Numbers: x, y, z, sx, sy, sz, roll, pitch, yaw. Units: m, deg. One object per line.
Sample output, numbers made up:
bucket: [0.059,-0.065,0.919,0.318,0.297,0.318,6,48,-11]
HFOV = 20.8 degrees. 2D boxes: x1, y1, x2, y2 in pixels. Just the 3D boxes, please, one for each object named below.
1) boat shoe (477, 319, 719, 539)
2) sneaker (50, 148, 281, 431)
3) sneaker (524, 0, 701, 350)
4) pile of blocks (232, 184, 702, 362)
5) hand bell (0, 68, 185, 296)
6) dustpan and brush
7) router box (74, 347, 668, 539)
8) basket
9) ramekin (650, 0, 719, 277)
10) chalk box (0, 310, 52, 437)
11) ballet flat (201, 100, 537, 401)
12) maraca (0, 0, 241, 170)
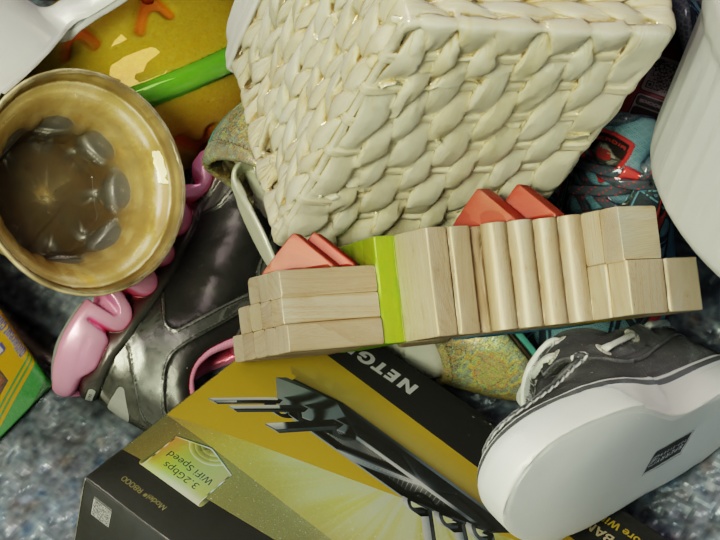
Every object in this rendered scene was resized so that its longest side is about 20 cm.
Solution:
boat shoe: [0.097,0.057,0.826,0.068,0.072,0.200,40,30,25]
sneaker: [-0.064,0.002,0.970,0.095,0.079,0.200,34,71,6]
sneaker: [0.113,-0.045,0.915,0.079,0.096,0.200,14,79,22]
pile of blocks: [0.043,-0.002,0.842,0.200,0.082,0.062,-6,86,-4]
hand bell: [-0.179,-0.027,0.962,0.200,0.104,0.104,-13,44,55]
dustpan and brush: [-0.165,-0.106,0.924,0.200,0.057,0.140,-45,17,7]
router box: [0.005,0.116,0.825,0.200,0.052,0.157,33,44,19]
basket: [0.034,-0.102,0.832,0.135,0.200,0.124,-1,64,-20]
ramekin: [0.221,-0.052,0.826,0.200,0.098,0.201,14,40,-12]
chalk box: [-0.274,0.067,0.940,0.124,0.124,0.200,33,72,29]
ballet flat: [0.000,0.000,0.916,0.071,0.071,0.200,-39,79,-12]
maraca: [-0.094,-0.107,1.010,0.200,0.107,0.137,-21,19,-2]
